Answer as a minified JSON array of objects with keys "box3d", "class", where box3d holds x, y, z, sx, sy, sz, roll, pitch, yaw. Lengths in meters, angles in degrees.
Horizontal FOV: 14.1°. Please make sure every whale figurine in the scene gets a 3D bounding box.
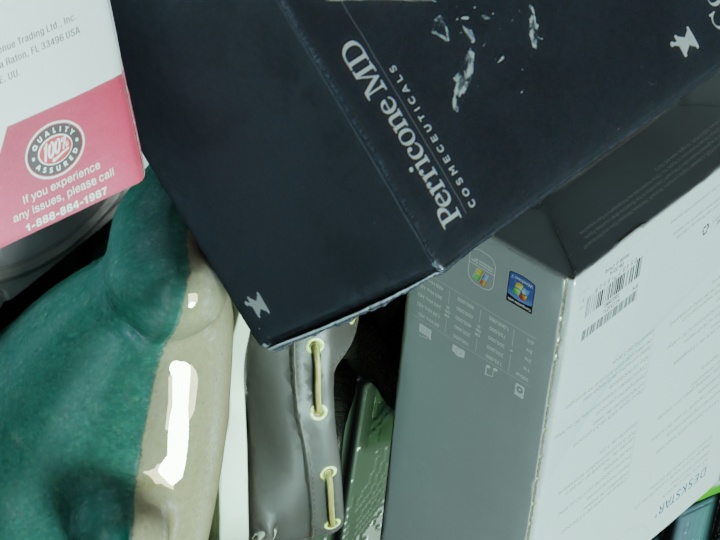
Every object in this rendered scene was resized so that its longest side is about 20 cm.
[{"box3d":[-0.100,0.044,1.067,0.103,0.160,0.201,8,138,-10],"class":"whale figurine"}]

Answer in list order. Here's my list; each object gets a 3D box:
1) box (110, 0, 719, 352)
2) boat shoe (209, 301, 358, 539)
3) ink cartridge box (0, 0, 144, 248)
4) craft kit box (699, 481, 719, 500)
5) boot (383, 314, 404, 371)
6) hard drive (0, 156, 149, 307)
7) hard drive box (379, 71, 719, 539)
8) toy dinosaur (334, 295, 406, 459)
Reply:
[{"box3d":[0.010,-0.114,0.991,0.196,0.124,0.201,-35,96,-33],"class":"box"},{"box3d":[-0.031,0.020,1.136,0.060,0.072,0.202,-5,122,-15],"class":"boat shoe"},{"box3d":[-0.162,-0.100,0.902,0.145,0.085,0.201,-27,123,-30],"class":"ink cartridge box"},{"box3d":[0.251,0.022,1.423,0.197,0.049,0.200,-20,152,-26],"class":"craft kit box"},{"box3d":[0.095,-0.016,1.296,0.198,0.073,0.163,11,107,-52],"class":"boot"},{"box3d":[-0.151,-0.041,1.032,0.200,0.038,0.140,-39,140,-20],"class":"hard drive"},{"box3d":[0.089,0.031,1.177,0.156,0.077,0.201,-34,142,-40],"class":"hard drive box"},{"box3d":[0.000,0.000,1.194,0.077,0.102,0.201,-37,148,-35],"class":"toy dinosaur"}]
